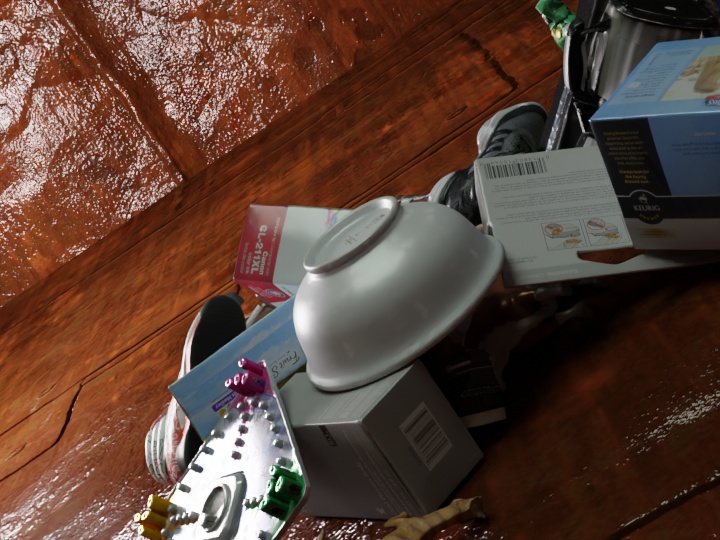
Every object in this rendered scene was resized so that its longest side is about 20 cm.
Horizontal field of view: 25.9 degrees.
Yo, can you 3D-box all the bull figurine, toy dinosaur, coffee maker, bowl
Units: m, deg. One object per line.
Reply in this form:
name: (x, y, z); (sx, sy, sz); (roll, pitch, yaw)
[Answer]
bull figurine: (0.151, 0.033, 1.403); (0.121, 0.065, 0.200); (-23, 21, 28)
toy dinosaur: (0.010, 0.219, 1.132); (0.200, 0.061, 0.106); (-44, 19, -31)
coffee maker: (0.261, -0.187, 1.549); (0.192, 0.133, 0.202); (-62, -13, -62)
bowl: (0.015, 0.003, 1.310); (0.200, 0.091, 0.201); (-33, 19, 12)

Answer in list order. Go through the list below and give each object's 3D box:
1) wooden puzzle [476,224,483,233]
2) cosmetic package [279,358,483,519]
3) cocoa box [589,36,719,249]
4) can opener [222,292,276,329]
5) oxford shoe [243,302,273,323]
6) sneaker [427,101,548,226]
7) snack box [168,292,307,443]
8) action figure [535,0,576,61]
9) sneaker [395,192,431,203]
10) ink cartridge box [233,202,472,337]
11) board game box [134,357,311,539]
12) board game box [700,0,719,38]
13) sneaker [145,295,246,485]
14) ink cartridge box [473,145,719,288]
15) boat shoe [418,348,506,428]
wooden puzzle: (0.182, -0.052, 1.650); (0.199, 0.047, 0.186); (-24, 18, 21)
cosmetic package: (-0.002, 0.143, 1.310); (0.090, 0.107, 0.199); (-44, 15, -32)
cocoa box: (0.311, -0.105, 1.256); (0.199, 0.132, 0.133); (1, 36, 43)
can opener: (-0.110, 0.013, 1.726); (0.201, 0.067, 0.053); (-57, 3, 1)
oxford shoe: (-0.090, 0.069, 1.867); (0.199, 0.071, 0.073); (-30, 43, 7)
sneaker: (0.164, -0.111, 1.649); (0.113, 0.076, 0.200); (-7, 34, 53)
snack box: (-0.078, 0.107, 1.501); (0.168, 0.068, 0.200); (-36, -16, -2)
action figure: (0.250, -0.210, 1.678); (0.054, 0.201, 0.118); (-35, 14, -1)
sneaker: (0.051, -0.035, 1.829); (0.199, 0.076, 0.116); (-22, 22, 39)
ink cartridge box: (0.000, 0.000, 1.524); (0.198, 0.146, 0.084); (5, 74, 29)
board game box: (-0.122, 0.198, 1.307); (0.201, 0.026, 0.200); (-56, 27, 17)
board game box: (0.361, -0.255, 1.615); (0.096, 0.161, 0.200); (-21, 10, -15)
sneaker: (-0.182, 0.131, 1.679); (0.108, 0.067, 0.203); (-24, 54, 53)
ink cartridge box: (0.209, -0.041, 1.376); (0.198, 0.045, 0.177); (-6, 43, 0)
boat shoe: (0.054, 0.104, 1.359); (0.071, 0.068, 0.199); (-15, 2, -32)
